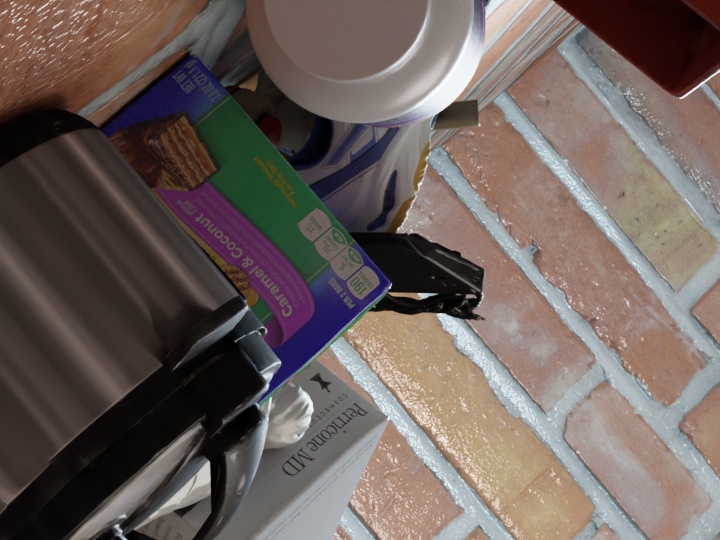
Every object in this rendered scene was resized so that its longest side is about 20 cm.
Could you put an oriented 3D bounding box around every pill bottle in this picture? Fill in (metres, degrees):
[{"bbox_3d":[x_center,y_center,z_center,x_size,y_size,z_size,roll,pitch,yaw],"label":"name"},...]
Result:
[{"bbox_3d":[0.005,-0.130,0.829,0.112,0.113,0.200,-41,179,7],"label":"pill bottle"}]

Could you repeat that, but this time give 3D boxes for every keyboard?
[{"bbox_3d":[0.000,0.000,1.013,0.199,0.127,0.021,2,-112,48],"label":"keyboard"}]

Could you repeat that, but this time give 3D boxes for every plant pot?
[{"bbox_3d":[0.204,-0.256,1.074,0.177,0.199,0.200,-51,179,-2],"label":"plant pot"}]

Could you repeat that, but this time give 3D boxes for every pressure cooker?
[{"bbox_3d":[-0.136,0.052,0.764,0.178,0.200,0.176,-41,175,-6],"label":"pressure cooker"}]

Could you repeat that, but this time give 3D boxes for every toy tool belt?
[{"bbox_3d":[-0.004,-0.099,1.055,0.200,0.122,0.126,-40,150,-56],"label":"toy tool belt"}]

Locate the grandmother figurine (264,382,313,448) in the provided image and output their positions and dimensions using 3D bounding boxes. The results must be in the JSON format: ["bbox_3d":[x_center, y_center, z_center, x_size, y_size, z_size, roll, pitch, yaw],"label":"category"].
[{"bbox_3d":[-0.105,0.036,1.095,0.060,0.200,0.121,-39,179,-30],"label":"grandmother figurine"}]

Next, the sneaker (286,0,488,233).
[{"bbox_3d":[0.011,-0.120,0.956,0.075,0.087,0.202,-146,-105,-74],"label":"sneaker"}]

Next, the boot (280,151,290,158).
[{"bbox_3d":[-0.033,-0.070,1.223,0.200,0.068,0.190,-39,-154,40],"label":"boot"}]

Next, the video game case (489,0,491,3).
[{"bbox_3d":[0.037,-0.144,1.241,0.202,0.024,0.182,-63,-167,-15],"label":"video game case"}]

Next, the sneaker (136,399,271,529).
[{"bbox_3d":[-0.134,0.120,1.004,0.199,0.075,0.089,-39,172,-11],"label":"sneaker"}]

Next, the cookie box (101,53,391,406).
[{"bbox_3d":[-0.112,0.014,0.897,0.200,0.171,0.075,-41,176,-7],"label":"cookie box"}]

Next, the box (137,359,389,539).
[{"bbox_3d":[-0.107,0.176,1.179,0.199,0.130,0.201,-37,158,-48],"label":"box"}]
